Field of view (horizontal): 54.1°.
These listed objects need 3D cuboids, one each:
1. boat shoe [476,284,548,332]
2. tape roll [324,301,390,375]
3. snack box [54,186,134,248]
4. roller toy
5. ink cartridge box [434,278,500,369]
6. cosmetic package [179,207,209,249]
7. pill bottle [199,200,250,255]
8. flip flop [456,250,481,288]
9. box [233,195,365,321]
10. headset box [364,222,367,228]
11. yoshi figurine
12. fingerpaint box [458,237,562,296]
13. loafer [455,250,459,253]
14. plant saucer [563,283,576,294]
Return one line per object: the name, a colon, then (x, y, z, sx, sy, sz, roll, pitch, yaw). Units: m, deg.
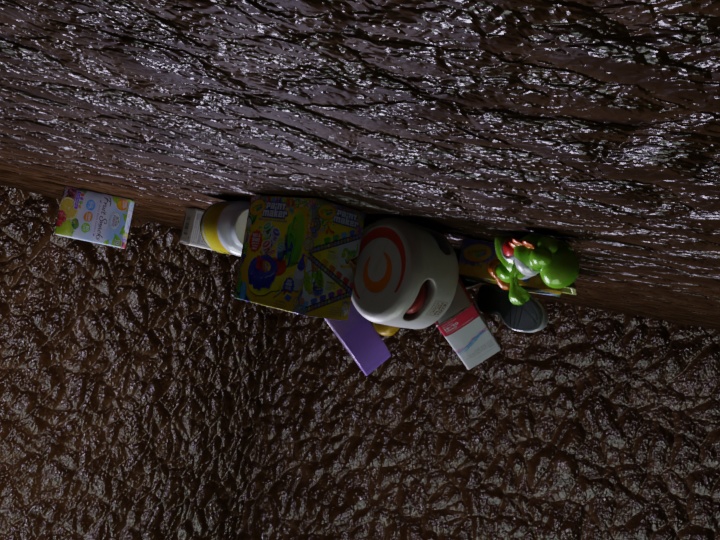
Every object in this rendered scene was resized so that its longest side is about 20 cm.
boat shoe: (0.296, 0.070, 1.345, 0.063, 0.076, 0.201, 5, -175, -23)
tape roll: (-0.023, 0.108, 1.399, 0.202, 0.065, 0.200, 54, 175, 7)
snack box: (-0.776, -0.155, 2.063, 0.195, 0.146, 0.053, 12, 177, -2)
roller toy: (0.079, 0.010, 1.260, 0.138, 0.205, 0.180, 13, 164, -42)
ink cartridge box: (0.185, 0.080, 1.377, 0.201, 0.085, 0.149, 54, -173, -49)
cosmetic package: (-0.396, -0.105, 1.987, 0.197, 0.106, 0.087, 14, 178, -34)
pill bottle: (-0.259, -0.089, 1.478, 0.110, 0.115, 0.199, 12, 178, -29)
flip flop: (0.194, 0.025, 1.508, 0.082, 0.199, 0.058, 52, 178, 7)
box: (-0.112, -0.026, 1.273, 0.120, 0.198, 0.198, 12, 177, -44)
headset box: (0.000, 0.000, 1.435, 0.201, 0.093, 0.173, 50, 165, -17)
yoshi figurine: (0.279, -0.006, 1.113, 0.109, 0.115, 0.200, -5, 177, -6)
fingerpaint box: (0.297, -0.003, 1.373, 0.195, 0.075, 0.167, 10, 177, 15)
loafer: (0.212, -0.011, 1.645, 0.196, 0.074, 0.072, 10, 178, 26)
plant saucer: (0.387, 0.008, 1.578, 0.196, 0.049, 0.199, 11, 178, 18)
